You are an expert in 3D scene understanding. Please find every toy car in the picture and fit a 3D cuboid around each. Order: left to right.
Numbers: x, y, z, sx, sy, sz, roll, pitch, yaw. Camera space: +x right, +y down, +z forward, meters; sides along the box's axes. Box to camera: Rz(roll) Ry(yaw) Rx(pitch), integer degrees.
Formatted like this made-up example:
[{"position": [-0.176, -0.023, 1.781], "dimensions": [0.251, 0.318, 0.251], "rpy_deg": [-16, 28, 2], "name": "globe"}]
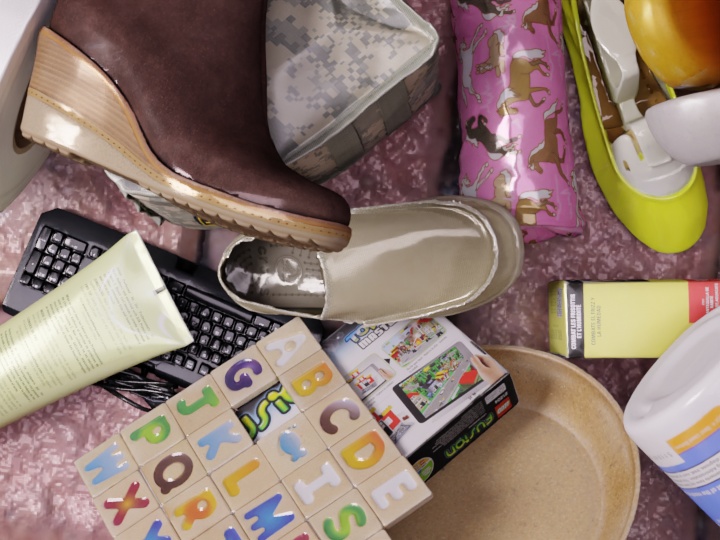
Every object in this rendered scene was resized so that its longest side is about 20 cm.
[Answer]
[{"position": [0.251, -0.159, 0.877], "dimensions": [0.149, 0.199, 0.176], "rpy_deg": [-13, 86, 44], "name": "toy car"}]

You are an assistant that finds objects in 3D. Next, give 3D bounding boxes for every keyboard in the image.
[{"position": [-0.130, 0.041, 0.944], "dimensions": [0.199, 0.040, 0.105], "rpy_deg": [22, 88, 0], "name": "keyboard"}]

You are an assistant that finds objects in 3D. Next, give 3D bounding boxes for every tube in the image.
[{"position": [-0.203, 0.057, 0.921], "dimensions": [0.199, 0.052, 0.058], "rpy_deg": [-30, 128, 9], "name": "tube"}]

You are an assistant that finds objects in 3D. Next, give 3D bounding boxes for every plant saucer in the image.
[{"position": [0.069, 0.136, 0.887], "dimensions": [0.199, 0.036, 0.201], "rpy_deg": [-10, 49, 12], "name": "plant saucer"}]

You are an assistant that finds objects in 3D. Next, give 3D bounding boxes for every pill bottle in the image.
[{"position": [0.256, 0.119, 0.848], "dimensions": [0.200, 0.112, 0.112], "rpy_deg": [45, 89, -4], "name": "pill bottle"}]

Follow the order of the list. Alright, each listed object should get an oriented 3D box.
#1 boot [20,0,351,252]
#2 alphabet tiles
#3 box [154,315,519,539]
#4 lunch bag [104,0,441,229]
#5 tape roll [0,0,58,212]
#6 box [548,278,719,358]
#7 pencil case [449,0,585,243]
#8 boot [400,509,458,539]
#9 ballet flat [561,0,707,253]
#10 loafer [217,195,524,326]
[{"position": [-0.069, -0.113, 0.767], "dimensions": [0.199, 0.072, 0.167], "rpy_deg": [24, 87, 13], "name": "boot"}, {"position": [-0.060, 0.132, 0.860], "dimensions": [0.167, 0.008, 0.200], "rpy_deg": [-33, 48, -9], "name": "alphabet tiles"}, {"position": [-0.014, 0.102, 0.897], "dimensions": [0.200, 0.035, 0.110], "rpy_deg": [-38, 49, -13], "name": "box"}, {"position": [-0.055, -0.094, 0.884], "dimensions": [0.200, 0.164, 0.118], "rpy_deg": [-39, 85, 0], "name": "lunch bag"}, {"position": [-0.236, -0.148, 0.864], "dimensions": [0.138, 0.203, 0.204], "rpy_deg": [26, 89, 0], "name": "tape roll"}, {"position": [0.221, 0.029, 0.934], "dimensions": [0.198, 0.075, 0.051], "rpy_deg": [0, 89, 0], "name": "box"}, {"position": [0.094, -0.116, 0.924], "dimensions": [0.082, 0.086, 0.202], "rpy_deg": [-4, 88, -37], "name": "pencil case"}, {"position": [0.037, 0.265, 0.946], "dimensions": [0.188, 0.068, 0.200], "rpy_deg": [41, 98, -4], "name": "boot"}, {"position": [0.171, -0.106, 0.938], "dimensions": [0.066, 0.067, 0.201], "rpy_deg": [-19, 90, 0], "name": "ballet flat"}, {"position": [0.000, 0.000, 0.892], "dimensions": [0.199, 0.068, 0.076], "rpy_deg": [-8, 96, 24], "name": "loafer"}]
